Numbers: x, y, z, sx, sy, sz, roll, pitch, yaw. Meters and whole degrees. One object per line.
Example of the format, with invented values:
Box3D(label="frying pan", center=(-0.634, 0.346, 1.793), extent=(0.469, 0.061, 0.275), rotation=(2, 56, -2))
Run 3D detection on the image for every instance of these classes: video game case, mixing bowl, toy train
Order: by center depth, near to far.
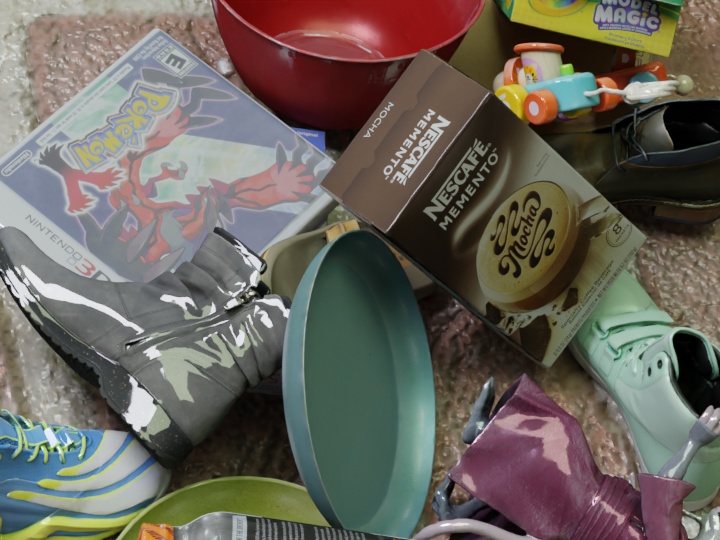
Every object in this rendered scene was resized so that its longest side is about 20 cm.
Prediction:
Box3D(label="video game case", center=(-0.134, -0.052, 1.667), extent=(0.182, 0.023, 0.200), rotation=(37, 58, 15))
Box3D(label="toy train", center=(0.155, -0.134, 1.722), extent=(0.149, 0.200, 0.056), rotation=(-13, 91, 4))
Box3D(label="mixing bowl", center=(-0.018, -0.172, 1.759), extent=(0.199, 0.109, 0.201), rotation=(7, 45, -6))

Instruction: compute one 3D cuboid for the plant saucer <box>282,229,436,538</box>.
Box3D(label="plant saucer", center=(-0.003, 0.076, 1.555), extent=(0.027, 0.200, 0.201), rotation=(-6, 50, 23))

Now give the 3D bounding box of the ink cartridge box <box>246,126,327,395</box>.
Box3D(label="ink cartridge box", center=(-0.083, -0.012, 1.686), extent=(0.118, 0.042, 0.201), rotation=(6, 58, -8))

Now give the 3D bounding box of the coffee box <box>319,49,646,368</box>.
Box3D(label="coffee box", center=(0.081, -0.037, 1.621), extent=(0.113, 0.200, 0.080), rotation=(-53, 44, 0))

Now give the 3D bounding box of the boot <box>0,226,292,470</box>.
Box3D(label="boot", center=(-0.132, 0.017, 1.570), extent=(0.132, 0.070, 0.200), rotation=(-43, 76, -8))

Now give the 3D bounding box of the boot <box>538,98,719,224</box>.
Box3D(label="boot", center=(0.174, -0.088, 1.732), extent=(0.199, 0.097, 0.075), rotation=(2, 56, -14))

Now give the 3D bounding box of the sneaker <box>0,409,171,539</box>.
Box3D(label="sneaker", center=(-0.206, 0.122, 1.525), extent=(0.199, 0.105, 0.076), rotation=(-12, 59, -19))

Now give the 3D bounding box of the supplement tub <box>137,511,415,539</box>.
Box3D(label="supplement tub", center=(-0.037, 0.208, 1.456), extent=(0.199, 0.123, 0.123), rotation=(10, 54, -7))

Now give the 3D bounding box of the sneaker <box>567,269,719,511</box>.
Box3D(label="sneaker", center=(0.197, 0.045, 1.660), extent=(0.073, 0.118, 0.201), rotation=(-15, 59, -19))

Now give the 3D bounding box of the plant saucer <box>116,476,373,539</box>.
Box3D(label="plant saucer", center=(-0.066, 0.221, 1.535), extent=(0.199, 0.031, 0.201), rotation=(7, 55, -9))

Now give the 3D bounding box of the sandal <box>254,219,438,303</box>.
Box3D(label="sandal", center=(0.000, 0.000, 1.648), extent=(0.200, 0.054, 0.081), rotation=(-22, 82, -49))

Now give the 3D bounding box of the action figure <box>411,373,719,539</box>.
Box3D(label="action figure", center=(0.148, 0.152, 1.566), extent=(0.199, 0.134, 0.149), rotation=(27, 55, 10))

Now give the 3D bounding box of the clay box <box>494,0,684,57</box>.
Box3D(label="clay box", center=(0.157, -0.189, 1.756), extent=(0.114, 0.048, 0.200), rotation=(12, 12, -3))

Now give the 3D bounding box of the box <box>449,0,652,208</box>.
Box3D(label="box", center=(0.123, -0.130, 1.824), extent=(0.162, 0.021, 0.201), rotation=(17, 54, -1))
